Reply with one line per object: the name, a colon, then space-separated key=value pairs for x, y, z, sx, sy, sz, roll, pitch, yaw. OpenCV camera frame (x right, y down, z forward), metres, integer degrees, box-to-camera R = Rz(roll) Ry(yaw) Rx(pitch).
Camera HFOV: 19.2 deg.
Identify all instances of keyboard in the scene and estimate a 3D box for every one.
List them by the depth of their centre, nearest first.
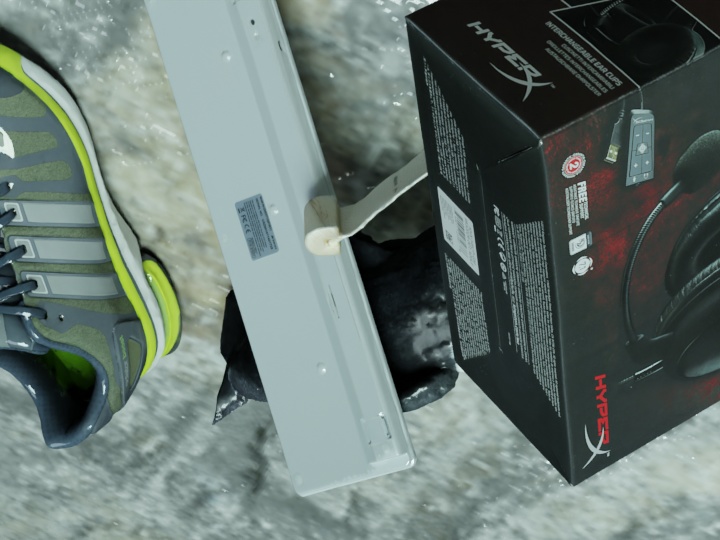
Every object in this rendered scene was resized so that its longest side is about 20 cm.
keyboard: x=-0.031 y=-0.018 z=0.784 sx=0.056 sy=0.011 sz=0.201 roll=-18 pitch=88 yaw=40

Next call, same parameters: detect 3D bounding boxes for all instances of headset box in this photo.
headset box: x=0.122 y=-0.046 z=0.673 sx=0.199 sy=0.077 sz=0.149 roll=-27 pitch=136 yaw=-17

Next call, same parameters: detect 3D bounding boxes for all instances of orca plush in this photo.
orca plush: x=0.000 y=0.000 z=0.824 sx=0.199 sy=0.105 sz=0.071 roll=-7 pitch=124 yaw=54

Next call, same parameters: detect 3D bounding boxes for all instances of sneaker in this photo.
sneaker: x=-0.138 y=-0.011 z=0.860 sx=0.073 sy=0.081 sz=0.201 roll=-11 pitch=129 yaw=28

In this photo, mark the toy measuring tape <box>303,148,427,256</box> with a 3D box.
toy measuring tape: x=0.041 y=-0.084 z=0.710 sx=0.200 sy=0.074 sz=0.074 roll=-36 pitch=116 yaw=19
